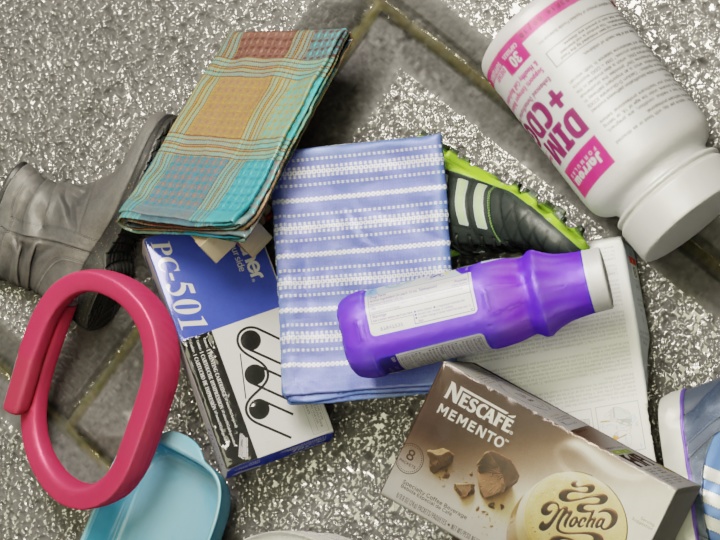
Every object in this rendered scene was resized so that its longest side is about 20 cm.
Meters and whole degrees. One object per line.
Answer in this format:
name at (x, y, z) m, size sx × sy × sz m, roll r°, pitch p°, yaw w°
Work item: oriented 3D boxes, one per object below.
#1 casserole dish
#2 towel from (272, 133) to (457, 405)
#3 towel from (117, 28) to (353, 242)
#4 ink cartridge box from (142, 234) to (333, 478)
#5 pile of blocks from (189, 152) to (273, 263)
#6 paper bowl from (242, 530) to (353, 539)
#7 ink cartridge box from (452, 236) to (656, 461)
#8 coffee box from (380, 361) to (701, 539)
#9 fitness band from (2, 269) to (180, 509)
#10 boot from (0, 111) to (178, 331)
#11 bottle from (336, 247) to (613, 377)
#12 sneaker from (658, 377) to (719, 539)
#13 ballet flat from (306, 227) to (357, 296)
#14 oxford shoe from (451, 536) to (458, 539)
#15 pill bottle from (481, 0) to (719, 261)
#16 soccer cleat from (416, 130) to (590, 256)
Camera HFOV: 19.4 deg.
casserole dish at (-0.170, 0.230, 1.717) m, size 0.121 × 0.039 × 0.201 m, roll 23°, pitch 92°, yaw 34°
towel at (0.000, 0.000, 1.627) m, size 0.144 × 0.024 × 0.201 m, roll -5°, pitch 86°, yaw 16°
towel at (-0.100, -0.112, 1.670) m, size 0.146 × 0.022 × 0.201 m, roll 4°, pitch 58°, yaw 42°
ink cartridge box at (-0.100, 0.057, 1.700) m, size 0.094 × 0.044 × 0.201 m, roll -18°, pitch 78°, yaw -10°
pile of blocks at (-0.091, -0.082, 1.701) m, size 0.082 × 0.062 × 0.201 m, roll -7°, pitch 51°, yaw 36°
paper bowl at (-0.059, 0.301, 1.623) m, size 0.200 × 0.104 × 0.202 m, roll -7°, pitch 79°, yaw 36°
ink cartridge box at (0.146, 0.086, 1.629) m, size 0.161 × 0.050 × 0.201 m, roll -11°, pitch 81°, yaw 17°
coffee box at (0.131, 0.160, 1.541) m, size 0.199 × 0.080 × 0.114 m, roll 29°, pitch 98°, yaw 21°
fitness band at (-0.217, 0.096, 1.708) m, size 0.143 × 0.037 × 0.201 m, roll 29°, pitch 110°, yaw 27°
boot at (-0.237, -0.062, 1.759) m, size 0.131 × 0.070 × 0.201 m, roll 29°, pitch 95°, yaw 20°
bottle at (0.085, 0.028, 1.555) m, size 0.199 × 0.084 × 0.066 m, roll -14°, pitch 83°, yaw 10°
sneaker at (0.307, 0.169, 1.553) m, size 0.146 × 0.081 × 0.201 m, roll -14°, pitch 75°, yaw 21°
ballet flat at (-0.012, 0.000, 1.684) m, size 0.064 × 0.075 × 0.201 m, roll -42°, pitch 65°, yaw 45°
oxford shoe at (0.075, 0.275, 1.633) m, size 0.072 × 0.071 × 0.201 m, roll 19°, pitch 82°, yaw 26°
pill bottle at (0.192, -0.113, 1.599) m, size 0.113 × 0.113 × 0.200 m, roll -40°, pitch 75°, yaw 11°
soccer cleat at (0.094, -0.038, 1.634) m, size 0.200 × 0.067 × 0.081 m, roll 31°, pitch 93°, yaw 40°
